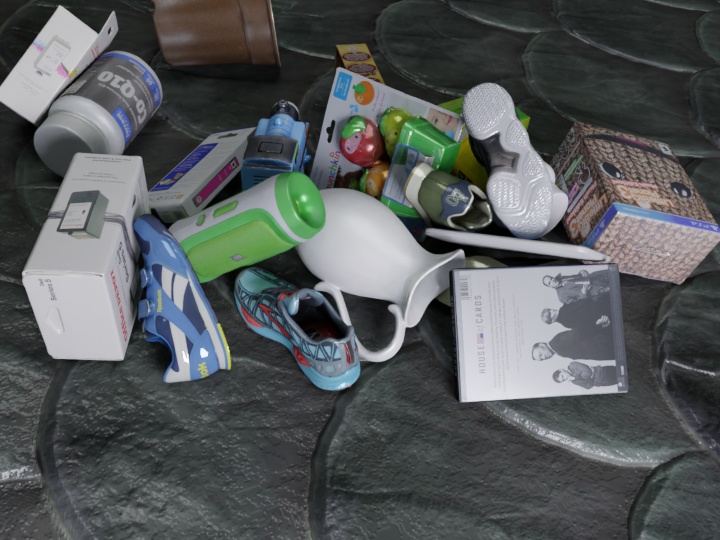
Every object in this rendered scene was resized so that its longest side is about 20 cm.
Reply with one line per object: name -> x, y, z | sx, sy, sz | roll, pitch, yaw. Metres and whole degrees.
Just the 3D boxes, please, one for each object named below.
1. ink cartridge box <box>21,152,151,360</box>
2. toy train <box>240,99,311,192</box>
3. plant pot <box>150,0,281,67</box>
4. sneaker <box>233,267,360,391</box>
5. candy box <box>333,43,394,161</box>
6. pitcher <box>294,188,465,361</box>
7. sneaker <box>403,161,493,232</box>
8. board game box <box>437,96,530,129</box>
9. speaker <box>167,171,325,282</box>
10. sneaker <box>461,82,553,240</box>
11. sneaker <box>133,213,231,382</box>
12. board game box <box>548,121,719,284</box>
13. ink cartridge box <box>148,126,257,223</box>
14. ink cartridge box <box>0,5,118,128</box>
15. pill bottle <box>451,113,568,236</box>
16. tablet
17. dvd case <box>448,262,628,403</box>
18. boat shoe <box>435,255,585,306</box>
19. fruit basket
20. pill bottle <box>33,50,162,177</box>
ink cartridge box -> -0.302, -0.017, 0.792 | 0.084, 0.146, 0.200 | 3, 46, -5
toy train -> -0.116, -0.157, 0.970 | 0.087, 0.114, 0.200 | 7, 46, 0
plant pot -> -0.251, -0.445, 1.196 | 0.198, 0.200, 0.200 | -8, 47, -4
sneaker -> -0.070, 0.043, 0.791 | 0.200, 0.096, 0.079 | 36, 52, 26
candy box -> 0.002, -0.255, 1.076 | 0.056, 0.117, 0.200 | -7, 47, -14
pitcher -> 0.000, 0.000, 0.838 | 0.200, 0.121, 0.172 | 32, 78, 24
sneaker -> 0.129, -0.074, 0.881 | 0.090, 0.200, 0.067 | 30, 92, 27
board game box -> 0.164, -0.229, 1.116 | 0.200, 0.048, 0.102 | -22, 52, -25
speaker -> -0.143, -0.047, 0.817 | 0.200, 0.088, 0.089 | -20, 38, 27
sneaker -> 0.188, -0.131, 0.866 | 0.075, 0.114, 0.200 | -20, 82, 12
sneaker -> -0.215, 0.032, 0.762 | 0.082, 0.074, 0.200 | -25, 83, -14
board game box -> 0.368, -0.096, 0.952 | 0.159, 0.097, 0.200 | 9, 44, -14
ink cartridge box -> -0.224, -0.137, 0.970 | 0.095, 0.037, 0.200 | -1, 41, 32
ink cartridge box -> -0.444, -0.309, 1.016 | 0.067, 0.116, 0.200 | 36, 84, -17
pill bottle -> 0.200, -0.135, 0.985 | 0.109, 0.109, 0.200 | -21, 51, -24
tablet -> 0.193, -0.030, 0.849 | 0.200, 0.014, 0.130 | 10, 2, 32
dvd case -> 0.203, 0.069, 0.785 | 0.200, 0.025, 0.151 | -2, 85, -7
boat shoe -> 0.186, 0.019, 0.870 | 0.201, 0.063, 0.074 | -2, 85, 5
fruit basket -> 0.025, -0.156, 0.938 | 0.200, 0.185, 0.094 | 25, 27, 15
pill bottle -> -0.383, -0.227, 1.012 | 0.114, 0.114, 0.200 | 12, 46, 6
